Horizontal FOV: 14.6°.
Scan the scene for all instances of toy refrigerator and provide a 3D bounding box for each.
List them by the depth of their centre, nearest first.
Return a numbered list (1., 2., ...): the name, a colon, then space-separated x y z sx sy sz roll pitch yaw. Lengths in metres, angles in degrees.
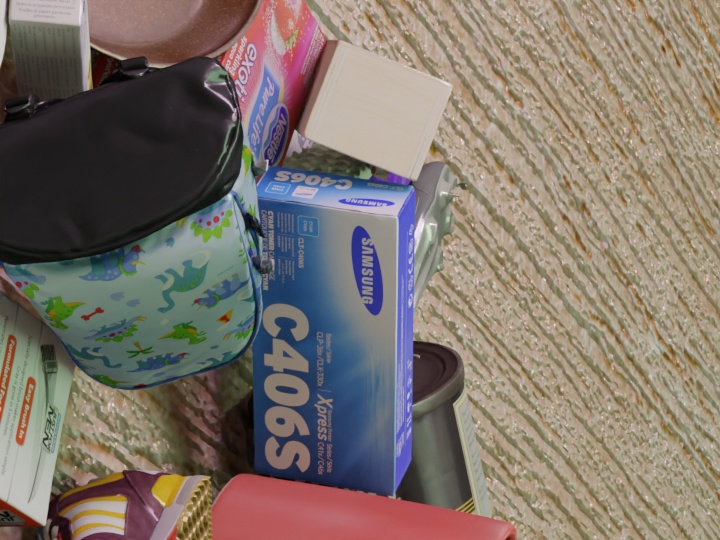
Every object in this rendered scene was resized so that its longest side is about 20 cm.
1. toy refrigerator: 0.004 -0.100 1.763 0.200 0.076 0.070 -131 -118 -84

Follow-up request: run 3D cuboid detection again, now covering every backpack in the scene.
1. backpack: -0.124 -0.019 1.552 0.200 0.163 0.154 93 -24 -81

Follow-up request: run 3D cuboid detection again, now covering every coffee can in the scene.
1. coffee can: 0.017 0.166 1.887 0.146 0.146 0.201 -41 122 -56

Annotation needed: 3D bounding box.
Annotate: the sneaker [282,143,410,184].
1. sneaker: -0.005 -0.044 1.921 0.200 0.069 0.100 -47 134 -51

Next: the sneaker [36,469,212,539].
1. sneaker: -0.152 0.172 1.614 0.200 0.090 0.075 -44 136 -68

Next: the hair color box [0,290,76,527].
1. hair color box: -0.237 0.055 1.514 0.200 0.064 0.111 42 50 -51

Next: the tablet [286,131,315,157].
1. tablet: -0.046 -0.074 1.935 0.200 0.014 0.131 47 47 -51

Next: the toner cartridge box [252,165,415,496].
1. toner cartridge box: -0.017 0.039 1.727 0.043 0.095 0.201 -61 155 -57

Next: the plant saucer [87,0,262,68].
1. plant saucer: -0.146 -0.207 1.672 0.200 0.037 0.201 16 62 -33

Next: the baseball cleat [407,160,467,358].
1. baseball cleat: 0.000 0.000 1.840 0.070 0.106 0.200 85 19 -48

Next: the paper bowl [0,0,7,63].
1. paper bowl: -0.259 -0.137 1.450 0.200 0.104 0.201 6 83 -62

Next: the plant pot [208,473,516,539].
1. plant pot: -0.019 0.221 1.739 0.200 0.177 0.201 20 90 -80

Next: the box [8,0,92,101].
1. box: -0.172 -0.118 1.573 0.200 0.041 0.039 100 -7 -72

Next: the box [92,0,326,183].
1. box: -0.105 -0.097 1.735 0.096 0.099 0.200 57 40 -43
